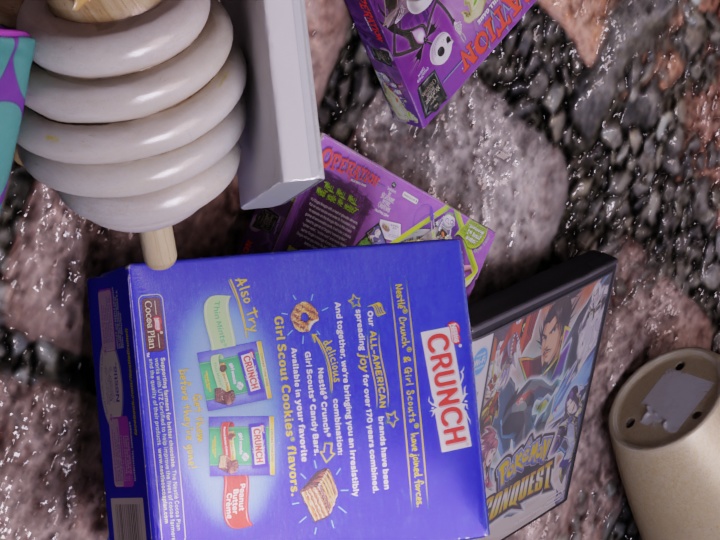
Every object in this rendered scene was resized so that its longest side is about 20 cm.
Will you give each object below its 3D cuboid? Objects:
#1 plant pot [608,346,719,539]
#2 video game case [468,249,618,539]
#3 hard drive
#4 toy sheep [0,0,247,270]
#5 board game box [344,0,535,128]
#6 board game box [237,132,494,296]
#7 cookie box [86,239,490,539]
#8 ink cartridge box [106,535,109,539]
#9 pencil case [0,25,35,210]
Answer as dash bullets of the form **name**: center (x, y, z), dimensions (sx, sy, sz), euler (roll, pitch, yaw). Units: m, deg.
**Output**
- **plant pot**: center (0.264, 0.150, 1.937), dimensions (0.187, 0.187, 0.200), euler (-53, 125, -20)
- **video game case**: center (0.096, 0.093, 1.775), dimensions (0.200, 0.025, 0.181), euler (-22, 127, -55)
- **hard drive**: center (-0.051, -0.137, 1.406), dimensions (0.027, 0.132, 0.200), euler (-5, 86, -11)
- **toy sheep**: center (-0.120, -0.088, 1.387), dimensions (0.138, 0.138, 0.200), euler (-41, 134, -31)
- **board game box**: center (0.070, -0.195, 1.653), dimensions (0.200, 0.032, 0.120), euler (-50, 142, -24)
- **board game box**: center (0.000, 0.000, 1.640), dimensions (0.200, 0.032, 0.120), euler (28, 88, -53)
- **cookie box**: center (-0.039, 0.076, 1.508), dimensions (0.200, 0.075, 0.171), euler (-4, 87, -25)
- **ink cartridge box**: center (-0.063, 0.164, 1.612), dimensions (0.200, 0.076, 0.137), euler (25, 86, -53)
- **pencil case**: center (-0.219, -0.031, 1.331), dimensions (0.092, 0.085, 0.200), euler (8, 103, -17)
